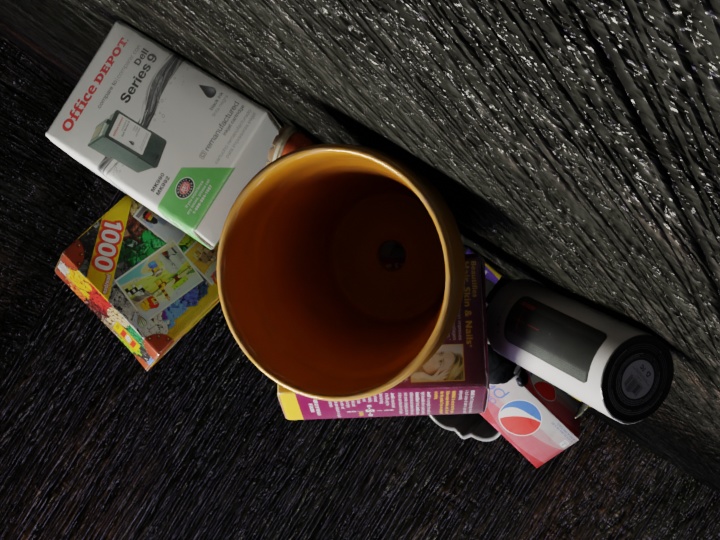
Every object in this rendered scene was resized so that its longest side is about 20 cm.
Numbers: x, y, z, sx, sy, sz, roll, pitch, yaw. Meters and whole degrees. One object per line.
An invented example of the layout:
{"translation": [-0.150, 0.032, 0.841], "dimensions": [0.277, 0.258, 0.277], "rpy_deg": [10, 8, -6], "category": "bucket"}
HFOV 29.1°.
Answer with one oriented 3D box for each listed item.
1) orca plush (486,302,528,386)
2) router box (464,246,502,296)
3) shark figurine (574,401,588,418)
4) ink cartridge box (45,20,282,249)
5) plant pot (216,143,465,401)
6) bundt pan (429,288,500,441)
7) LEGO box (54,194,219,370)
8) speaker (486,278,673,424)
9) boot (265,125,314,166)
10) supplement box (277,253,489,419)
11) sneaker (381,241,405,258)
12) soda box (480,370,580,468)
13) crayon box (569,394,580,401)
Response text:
{"translation": [0.180, 0.063, 1.511], "dimensions": [0.106, 0.071, 0.199], "rpy_deg": [61, -155, 7], "category": "orca plush"}
{"translation": [0.065, 0.044, 1.539], "dimensions": [0.052, 0.158, 0.200], "rpy_deg": [37, 176, -13], "category": "router box"}
{"translation": [0.249, 0.118, 1.537], "dimensions": [0.127, 0.090, 0.214], "rpy_deg": [30, 179, 14], "category": "shark figurine"}
{"translation": [-0.201, -0.140, 1.429], "dimensions": [0.199, 0.147, 0.084], "rpy_deg": [31, 176, 15], "category": "ink cartridge box"}
{"translation": [0.003, -0.006, 1.174], "dimensions": [0.199, 0.202, 0.183], "rpy_deg": [32, -167, 12], "category": "plant pot"}
{"translation": [0.141, 0.099, 1.685], "dimensions": [0.201, 0.204, 0.075], "rpy_deg": [31, -141, 26], "category": "bundt pan"}
{"translation": [-0.207, -0.019, 1.503], "dimensions": [0.149, 0.200, 0.077], "rpy_deg": [45, 155, -2], "category": "LEGO box"}
{"translation": [0.195, 0.070, 1.272], "dimensions": [0.081, 0.082, 0.200], "rpy_deg": [33, 179, -29], "category": "speaker"}
{"translation": [-0.032, -0.051, 1.392], "dimensions": [0.106, 0.075, 0.202], "rpy_deg": [7, 126, 29], "category": "boot"}
{"translation": [0.021, 0.065, 1.318], "dimensions": [0.197, 0.133, 0.103], "rpy_deg": [-1, 160, 2], "category": "supplement box"}
{"translation": [0.011, -0.052, 1.341], "dimensions": [0.199, 0.077, 0.082], "rpy_deg": [35, -177, -42], "category": "sneaker"}
{"translation": [0.160, 0.126, 1.566], "dimensions": [0.200, 0.070, 0.064], "rpy_deg": [43, -150, -14], "category": "soda box"}
{"translation": [0.212, 0.090, 1.789], "dimensions": [0.199, 0.059, 0.172], "rpy_deg": [32, 179, 26], "category": "crayon box"}
